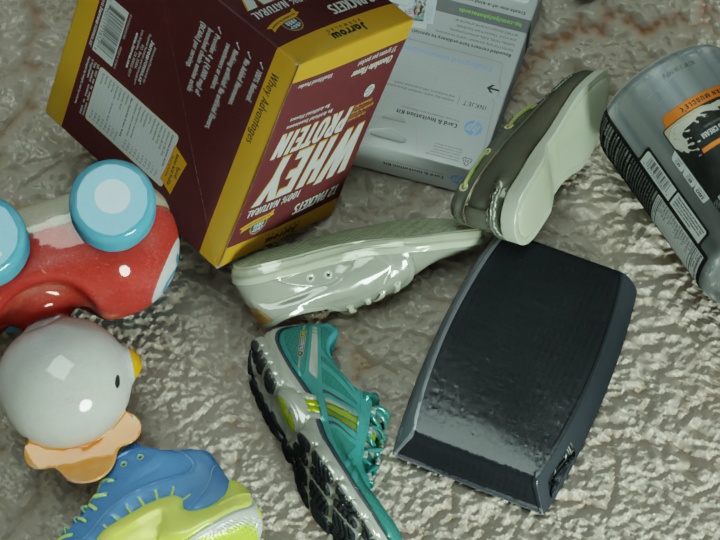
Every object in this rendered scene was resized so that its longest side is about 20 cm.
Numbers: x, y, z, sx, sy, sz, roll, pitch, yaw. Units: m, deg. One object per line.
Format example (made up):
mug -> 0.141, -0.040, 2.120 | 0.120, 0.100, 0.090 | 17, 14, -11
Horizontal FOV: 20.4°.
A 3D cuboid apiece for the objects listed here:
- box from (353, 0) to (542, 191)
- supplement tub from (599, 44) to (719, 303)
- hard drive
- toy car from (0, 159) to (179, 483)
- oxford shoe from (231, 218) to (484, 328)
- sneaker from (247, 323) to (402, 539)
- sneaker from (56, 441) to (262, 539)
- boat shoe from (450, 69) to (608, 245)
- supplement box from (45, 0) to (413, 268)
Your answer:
box -> 0.049, -0.169, 1.613 | 0.155, 0.041, 0.201 | 14, 61, 9
supplement tub -> 0.277, -0.060, 1.502 | 0.122, 0.123, 0.200 | -26, 64, -13
hard drive -> 0.116, 0.067, 1.479 | 0.134, 0.042, 0.201 | 21, 63, 12
toy car -> -0.199, 0.051, 1.432 | 0.176, 0.184, 0.201 | -16, 79, -9
oxford shoe -> 0.000, 0.000, 1.514 | 0.199, 0.075, 0.058 | -14, 101, -17
sneaker -> -0.013, 0.118, 1.438 | 0.079, 0.078, 0.201 | -17, 61, -18
sneaker -> -0.174, 0.186, 1.410 | 0.199, 0.076, 0.105 | -18, 50, -17
boat shoe -> 0.135, -0.096, 1.543 | 0.060, 0.072, 0.202 | 12, 42, 26
supplement box -> -0.102, -0.152, 1.496 | 0.200, 0.198, 0.133 | 41, 41, 20
